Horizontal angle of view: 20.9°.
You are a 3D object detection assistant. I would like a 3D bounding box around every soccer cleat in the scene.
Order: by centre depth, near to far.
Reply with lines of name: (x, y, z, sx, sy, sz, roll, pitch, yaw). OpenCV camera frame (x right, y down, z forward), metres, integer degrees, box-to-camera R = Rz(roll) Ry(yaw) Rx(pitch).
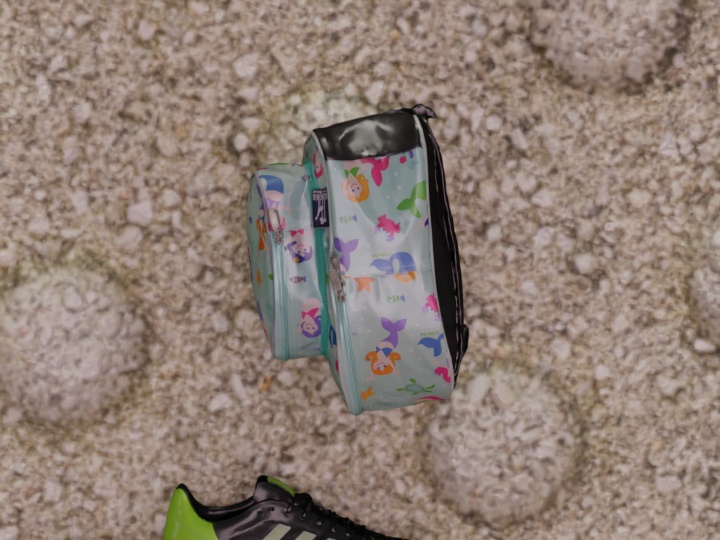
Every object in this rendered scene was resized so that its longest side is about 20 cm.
soccer cleat: (-0.042, 0.191, 1.404, 0.200, 0.068, 0.081, 3, 93, -3)

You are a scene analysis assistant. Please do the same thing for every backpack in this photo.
backpack: (0.000, 0.000, 1.340, 0.150, 0.178, 0.200, -14, 93, -4)
